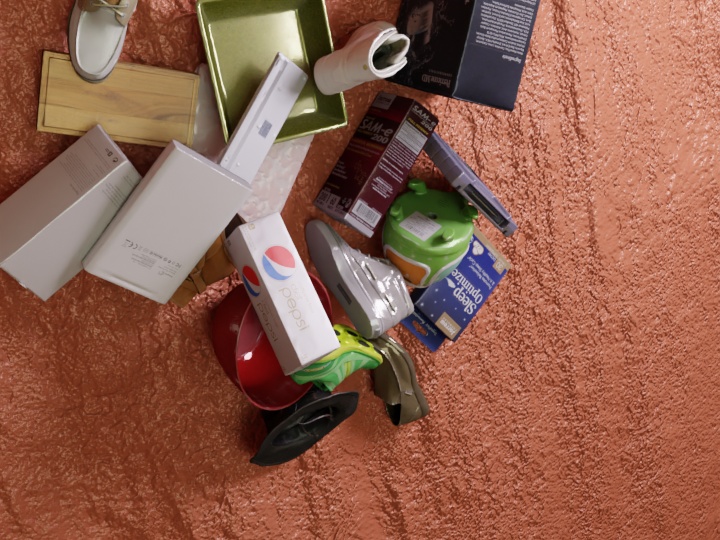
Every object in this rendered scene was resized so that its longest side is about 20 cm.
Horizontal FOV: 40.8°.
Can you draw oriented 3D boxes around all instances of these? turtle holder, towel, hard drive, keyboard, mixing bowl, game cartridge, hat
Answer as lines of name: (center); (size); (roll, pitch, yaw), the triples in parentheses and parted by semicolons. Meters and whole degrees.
turtle holder: (0.104, -0.060, 1.516); (0.138, 0.187, 0.133); (12, 131, 0)
towel: (-0.177, -0.162, 1.365); (0.198, 0.032, 0.194); (22, 95, -33)
hard drive: (-0.246, -0.057, 1.239); (0.131, 0.026, 0.201); (27, 109, -42)
keyboard: (-0.134, -0.193, 1.289); (0.056, 0.011, 0.203); (36, 73, -35)
mixing bowl: (-0.142, 0.089, 1.405); (0.198, 0.107, 0.204); (-18, 114, -46)
game cartridge: (0.163, -0.139, 1.490); (0.038, 0.131, 0.199); (-38, 143, 14)
hat: (-0.099, 0.217, 1.492); (0.198, 0.082, 0.201); (-29, 159, -13)

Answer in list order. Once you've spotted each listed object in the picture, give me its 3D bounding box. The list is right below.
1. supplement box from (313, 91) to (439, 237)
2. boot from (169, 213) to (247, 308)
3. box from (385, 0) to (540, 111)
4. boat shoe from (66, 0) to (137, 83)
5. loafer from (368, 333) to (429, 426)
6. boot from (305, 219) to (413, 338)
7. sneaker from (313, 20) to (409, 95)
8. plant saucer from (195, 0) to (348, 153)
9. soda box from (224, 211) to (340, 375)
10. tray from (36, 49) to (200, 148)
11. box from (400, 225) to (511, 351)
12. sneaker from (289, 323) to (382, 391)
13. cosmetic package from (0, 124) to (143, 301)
supplement box: (0.022, -0.160, 1.437); (0.060, 0.108, 0.202); (32, 87, -33)
boot: (-0.245, -0.045, 1.312); (0.154, 0.074, 0.200); (-40, 126, 3)
box: (0.147, -0.351, 1.395); (0.115, 0.196, 0.204); (5, 103, -30)
boat shoe: (-0.311, -0.333, 1.183); (0.073, 0.068, 0.204); (12, 86, -24)
loafer: (0.053, 0.181, 1.584); (0.067, 0.076, 0.202); (-40, 121, -20)
boot: (0.000, 0.000, 1.463); (0.095, 0.074, 0.202); (-26, 82, -31)
sneaker: (0.032, -0.305, 1.351); (0.200, 0.114, 0.075); (-48, 122, -46)
plant saucer: (-0.126, -0.277, 1.322); (0.197, 0.048, 0.204); (-18, 102, -32)
soda box: (-0.105, 0.030, 1.287); (0.067, 0.064, 0.203); (-22, 83, -32)
tray: (-0.311, -0.218, 1.247); (0.196, 0.037, 0.101); (4, 104, -23)
box: (0.158, 0.033, 1.625); (0.121, 0.032, 0.201); (41, 84, -33)
sneaker: (-0.040, 0.129, 1.417); (0.199, 0.074, 0.084); (7, 120, -56)
cosmetic package: (-0.366, -0.071, 1.220); (0.199, 0.085, 0.108); (-39, 151, -7)
